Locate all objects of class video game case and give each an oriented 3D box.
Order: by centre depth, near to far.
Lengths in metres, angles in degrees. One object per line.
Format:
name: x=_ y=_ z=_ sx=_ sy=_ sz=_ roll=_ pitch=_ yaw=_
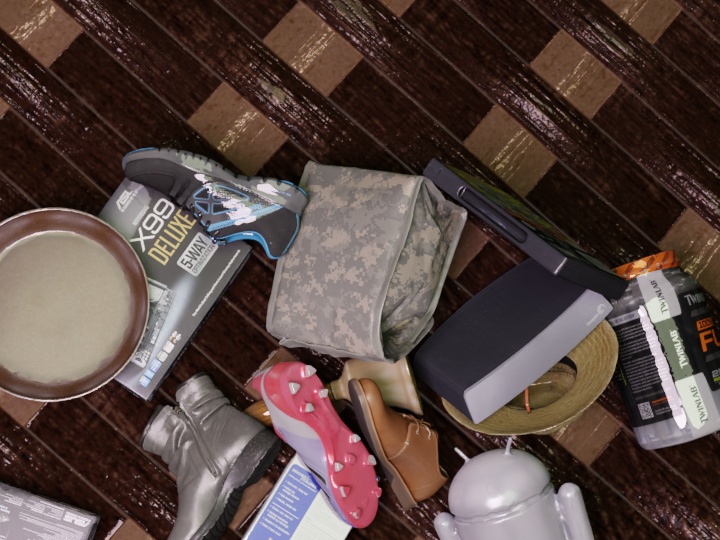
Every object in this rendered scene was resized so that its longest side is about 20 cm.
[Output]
video game case: x=0.175 y=-0.040 z=1.341 sx=0.181 sy=0.200 sz=0.026 roll=40 pitch=102 yaw=28

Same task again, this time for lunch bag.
lunch bag: x=0.000 y=0.000 z=1.370 sx=0.163 sy=0.117 sz=0.201 roll=10 pitch=75 yaw=37

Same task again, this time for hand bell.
hand bell: x=-0.041 y=0.134 z=1.401 sx=0.199 sy=0.104 sz=0.105 roll=-17 pitch=83 yaw=3

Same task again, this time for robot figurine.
robot figurine: x=0.162 y=0.275 z=1.368 sx=0.169 sy=0.113 sz=0.201 roll=-18 pitch=95 yaw=21

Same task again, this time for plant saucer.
plant saucer: x=-0.317 y=0.036 z=1.332 sx=0.199 sy=0.032 sz=0.201 roll=1 pitch=80 yaw=-5

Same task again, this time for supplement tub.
supplement tub: x=0.334 y=0.087 z=1.425 sx=0.122 sy=0.123 sz=0.201 roll=-18 pitch=84 yaw=-10

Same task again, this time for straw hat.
straw hat: x=0.196 y=0.133 z=1.412 sx=0.201 sy=0.201 sz=0.085 roll=-37 pitch=126 yaw=-11

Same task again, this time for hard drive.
hard drive: x=0.160 y=0.067 z=1.405 sx=0.200 sy=0.135 sz=0.042 roll=-38 pitch=128 yaw=-12

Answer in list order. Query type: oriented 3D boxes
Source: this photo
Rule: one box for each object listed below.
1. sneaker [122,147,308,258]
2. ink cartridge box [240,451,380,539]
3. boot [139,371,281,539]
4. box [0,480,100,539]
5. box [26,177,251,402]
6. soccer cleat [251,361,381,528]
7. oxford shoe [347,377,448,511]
sneaker: x=-0.158 y=-0.073 z=1.349 sx=0.199 sy=0.073 sz=0.082 roll=16 pitch=85 yaw=3
ink cartridge box: x=-0.070 y=0.284 z=1.386 sx=0.094 sy=0.037 sz=0.200 roll=32 pitch=80 yaw=-1
boot: x=-0.186 y=0.218 z=1.376 sx=0.130 sy=0.068 sz=0.200 roll=34 pitch=84 yaw=15
box: x=-0.391 y=0.297 z=1.335 sx=0.199 sy=0.050 sz=0.158 roll=19 pitch=79 yaw=-4
box: x=-0.236 y=0.015 z=1.393 sx=0.157 sy=0.050 sz=0.200 roll=35 pitch=79 yaw=0
soccer cleat: x=-0.044 y=0.183 z=1.358 sx=0.067 sy=0.076 sz=0.201 roll=-42 pitch=111 yaw=-38
oxford shoe: x=0.040 y=0.170 z=1.352 sx=0.071 sy=0.200 sz=0.071 roll=-28 pitch=44 yaw=0
